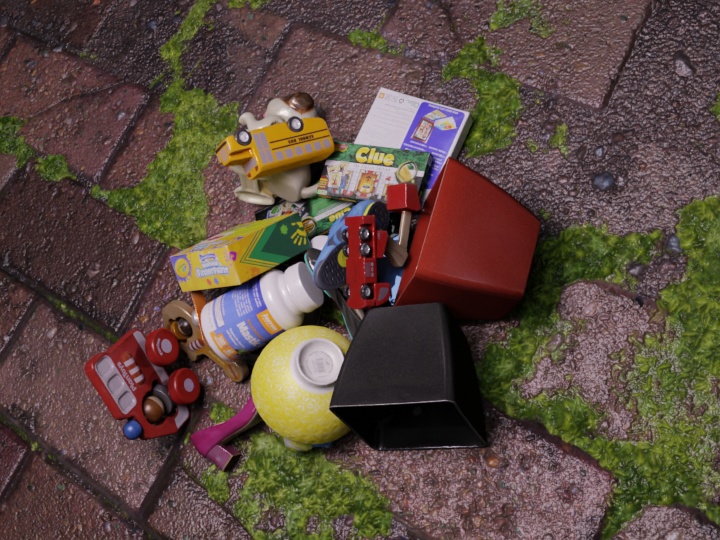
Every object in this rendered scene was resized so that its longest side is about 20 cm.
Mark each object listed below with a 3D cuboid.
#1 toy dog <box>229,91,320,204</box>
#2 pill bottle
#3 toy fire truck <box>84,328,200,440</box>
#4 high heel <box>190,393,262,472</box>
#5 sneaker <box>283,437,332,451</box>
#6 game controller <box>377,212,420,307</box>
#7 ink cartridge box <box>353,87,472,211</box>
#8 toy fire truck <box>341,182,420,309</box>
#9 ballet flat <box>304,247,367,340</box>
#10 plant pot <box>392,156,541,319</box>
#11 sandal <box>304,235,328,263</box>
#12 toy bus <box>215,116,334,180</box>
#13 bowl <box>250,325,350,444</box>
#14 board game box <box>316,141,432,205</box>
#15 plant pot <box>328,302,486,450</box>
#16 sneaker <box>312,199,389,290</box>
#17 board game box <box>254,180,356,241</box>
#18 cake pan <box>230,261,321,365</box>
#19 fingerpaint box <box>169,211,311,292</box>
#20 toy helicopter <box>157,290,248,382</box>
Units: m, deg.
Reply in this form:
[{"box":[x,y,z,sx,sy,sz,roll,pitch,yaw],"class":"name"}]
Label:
[{"box":[-0.142,-0.239,1.700,0.191,0.140,0.203,8,65,13],"class":"toy dog"},{"box":[-0.166,0.067,1.571,0.198,0.112,0.113,-28,62,18],"class":"pill bottle"},{"box":[-0.386,0.209,1.610,0.111,0.168,0.202,-17,108,32],"class":"toy fire truck"},{"box":[-0.220,0.246,1.602,0.096,0.067,0.201,36,91,20],"class":"high heel"},{"box":[-0.066,0.211,1.558,0.103,0.076,0.203,7,73,7],"class":"sneaker"},{"box":[0.060,0.003,1.550,0.103,0.042,0.202,-22,72,-7],"class":"game controller"},{"box":[0.078,-0.216,1.654,0.196,0.043,0.202,22,80,29],"class":"ink cartridge box"},{"box":[0.036,-0.040,1.487,0.048,0.140,0.204,-2,90,47],"class":"toy fire truck"},{"box":[-0.016,0.039,1.537,0.068,0.068,0.202,-28,99,28],"class":"ballet flat"},{"box":[0.173,-0.026,1.444,0.174,0.200,0.203,19,71,-1],"class":"plant pot"},{"box":[-0.003,0.008,1.605,0.204,0.059,0.080,22,79,7],"class":"sandal"},{"box":[-0.148,-0.213,1.590,0.065,0.198,0.079,-24,87,58],"class":"toy bus"},{"box":[-0.073,0.168,1.475,0.197,0.108,0.203,6,61,-10],"class":"bowl"},{"box":[0.023,-0.168,1.616,0.197,0.023,0.106,9,72,27],"class":"board game box"},{"box":[0.084,0.163,1.436,0.197,0.200,0.180,-5,60,22],"class":"plant pot"},{"box":[-0.029,-0.040,1.511,0.078,0.066,0.201,0,42,43],"class":"sneaker"},{"box":[-0.101,-0.103,1.706,0.198,0.023,0.106,-23,61,16],"class":"board game box"},{"box":[-0.167,0.072,1.663,0.197,0.037,0.204,-9,68,21],"class":"cake pan"},{"box":[-0.212,-0.030,1.607,0.198,0.166,0.074,-8,106,49],"class":"fingerpaint box"},{"box":[-0.278,0.124,1.657,0.199,0.079,0.133,37,130,13],"class":"toy helicopter"}]
